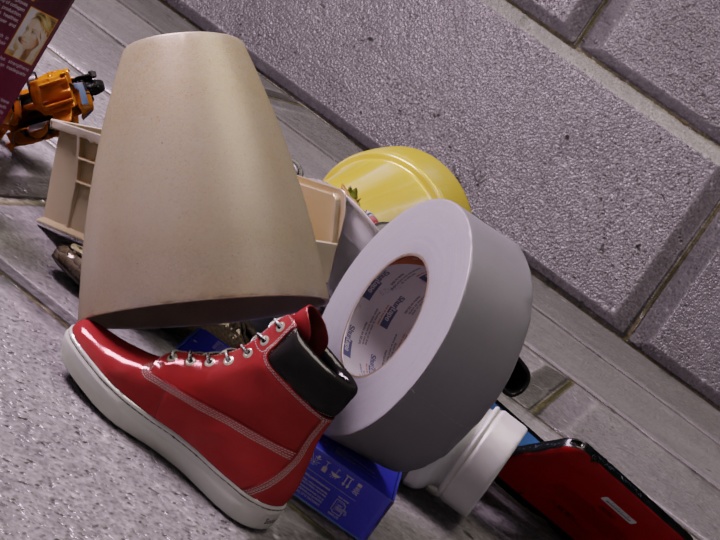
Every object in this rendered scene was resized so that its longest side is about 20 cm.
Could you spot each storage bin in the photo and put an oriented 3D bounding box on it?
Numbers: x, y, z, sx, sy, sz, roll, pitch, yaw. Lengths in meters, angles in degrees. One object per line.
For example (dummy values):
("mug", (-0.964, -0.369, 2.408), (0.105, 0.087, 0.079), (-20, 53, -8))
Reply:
("storage bin", (-0.147, -0.057, 1.343), (0.199, 0.095, 0.198), (9, 7, -43))

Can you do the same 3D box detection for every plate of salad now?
("plate of salad", (0.000, 0.000, 1.425), (0.200, 0.048, 0.201), (42, -29, 30))

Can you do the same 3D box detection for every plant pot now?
("plant pot", (0.005, -0.039, 1.786), (0.200, 0.202, 0.188), (38, 25, 21))
("plant pot", (-0.123, -0.067, 1.137), (0.185, 0.202, 0.187), (-5, -7, -1))

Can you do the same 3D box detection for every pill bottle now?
("pill bottle", (0.039, 0.118, 1.337), (0.199, 0.114, 0.113), (37, 10, 8))

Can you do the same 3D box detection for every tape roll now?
("tape roll", (0.042, 0.048, 1.163), (0.066, 0.201, 0.200), (30, 10, -26))

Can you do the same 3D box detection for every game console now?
("game console", (0.205, 0.182, 1.452), (0.171, 0.120, 0.200), (-17, -46, 42))

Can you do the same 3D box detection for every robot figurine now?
("robot figurine", (-0.313, -0.150, 1.448), (0.200, 0.143, 0.059), (-155, -130, -84))

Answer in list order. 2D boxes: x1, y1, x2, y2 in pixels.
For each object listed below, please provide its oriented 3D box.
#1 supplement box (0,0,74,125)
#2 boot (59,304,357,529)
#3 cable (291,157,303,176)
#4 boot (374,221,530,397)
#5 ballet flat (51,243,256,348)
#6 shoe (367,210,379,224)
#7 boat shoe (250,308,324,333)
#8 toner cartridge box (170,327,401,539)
("supplement box", (-0.334, -0.177, 1.234), (0.110, 0.201, 0.086), (22, 15, -49))
("boot", (-0.102, 0.060, 1.051), (0.199, 0.145, 0.072), (35, 12, 13))
("cable", (-0.123, -0.052, 1.564), (0.096, 0.051, 0.201), (21, 41, -2))
("boot", (0.084, 0.032, 1.459), (0.200, 0.068, 0.131), (46, -5, -10))
("ballet flat", (-0.167, 0.025, 1.287), (0.199, 0.047, 0.067), (31, 10, -20))
("shoe", (0.041, 0.029, 1.555), (0.090, 0.202, 0.072), (9, 39, 27))
("boat shoe", (-0.095, 0.032, 1.426), (0.065, 0.072, 0.200), (34, 8, 22))
("toner cartridge box", (-0.063, 0.124, 1.174), (0.199, 0.043, 0.095), (35, 8, 1))
